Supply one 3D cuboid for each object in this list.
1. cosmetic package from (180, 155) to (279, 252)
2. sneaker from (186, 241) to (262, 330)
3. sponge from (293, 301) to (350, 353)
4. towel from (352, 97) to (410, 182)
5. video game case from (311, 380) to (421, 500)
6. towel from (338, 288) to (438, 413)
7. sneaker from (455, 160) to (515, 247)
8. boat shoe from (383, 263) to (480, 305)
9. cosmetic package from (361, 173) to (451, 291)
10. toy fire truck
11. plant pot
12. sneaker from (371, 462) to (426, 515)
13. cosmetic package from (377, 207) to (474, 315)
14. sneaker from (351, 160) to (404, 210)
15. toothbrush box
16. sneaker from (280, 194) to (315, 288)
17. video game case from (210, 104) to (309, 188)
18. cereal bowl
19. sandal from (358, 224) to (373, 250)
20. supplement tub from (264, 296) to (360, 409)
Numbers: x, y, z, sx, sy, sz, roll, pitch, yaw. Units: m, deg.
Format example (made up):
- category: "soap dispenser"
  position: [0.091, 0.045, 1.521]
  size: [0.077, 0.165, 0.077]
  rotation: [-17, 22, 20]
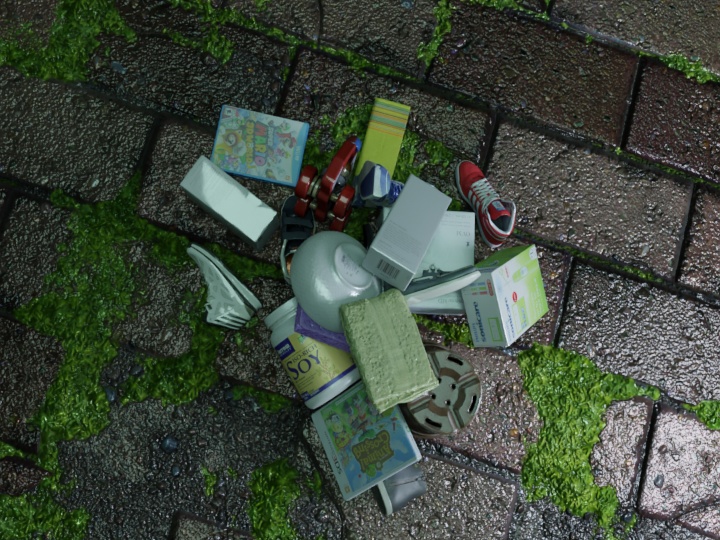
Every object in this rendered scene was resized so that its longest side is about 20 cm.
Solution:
- category: "cosmetic package"
  position: [-0.268, -0.136, 1.365]
  size: [0.198, 0.113, 0.082]
  rotation: [36, 80, -1]
- category: "sneaker"
  position: [-0.307, 0.042, 1.353]
  size: [0.200, 0.076, 0.116]
  rotation: [43, 79, 0]
- category: "sponge"
  position: [-0.039, 0.097, 1.279]
  size: [0.196, 0.030, 0.114]
  rotation: [25, 48, -29]
- category: "towel"
  position: [0.047, -0.280, 1.461]
  size: [0.083, 0.018, 0.206]
  rotation: [15, 82, 3]
- category: "video game case"
  position: [0.006, 0.325, 1.291]
  size: [0.198, 0.022, 0.186]
  rotation: [-37, 68, 27]
- category: "towel"
  position: [0.047, 0.140, 1.182]
  size: [0.145, 0.037, 0.205]
  rotation: [-14, 73, -28]
- category: "sneaker"
  position: [0.271, -0.156, 1.412]
  size: [0.070, 0.113, 0.205]
  rotation: [-24, 84, -8]
- category: "boat shoe"
  position: [0.131, 0.018, 1.254]
  size: [0.195, 0.073, 0.064]
  rotation: [-20, 73, 19]
- category: "cosmetic package"
  position: [0.089, -0.075, 1.253]
  size: [0.100, 0.074, 0.202]
  rotation: [31, 57, 1]
- category: "toy fire truck"
  position: [-0.052, -0.184, 1.334]
  size: [0.110, 0.201, 0.171]
  rotation: [25, 69, 2]
- category: "plant pot"
  position: [0.148, 0.239, 1.302]
  size: [0.193, 0.198, 0.207]
  rotation: [1, 82, -5]
- category: "sneaker"
  position: [0.057, 0.381, 1.347]
  size: [0.104, 0.075, 0.205]
  rotation: [-17, 80, -22]
- category: "cosmetic package"
  position: [0.132, -0.016, 1.376]
  size: [0.192, 0.123, 0.207]
  rotation: [2, 83, -4]
- category: "sneaker"
  position: [0.049, -0.169, 1.360]
  size: [0.111, 0.199, 0.083]
  rotation: [7, 86, -13]
- category: "toothbrush box"
  position: [0.293, 0.048, 1.331]
  size: [0.198, 0.084, 0.150]
  rotation: [-24, 103, -46]
- category: "sneaker"
  position: [-0.132, -0.067, 1.384]
  size: [0.076, 0.079, 0.207]
  rotation: [-3, 80, -4]
- category: "video game case"
  position: [-0.220, -0.271, 1.435]
  size: [0.193, 0.018, 0.148]
  rotation: [11, 80, -3]
- category: "cereal bowl"
  position: [-0.034, 0.010, 1.255]
  size: [0.196, 0.083, 0.205]
  rotation: [22, 53, -31]
- category: "sandal"
  position: [0.000, 0.000, 1.385]
  size: [0.041, 0.076, 0.207]
  rotation: [6, 81, -5]
- category: "supplement tub"
  position: [-0.093, 0.155, 1.320]
  size: [0.143, 0.145, 0.203]
  rotation: [-31, 85, -8]
